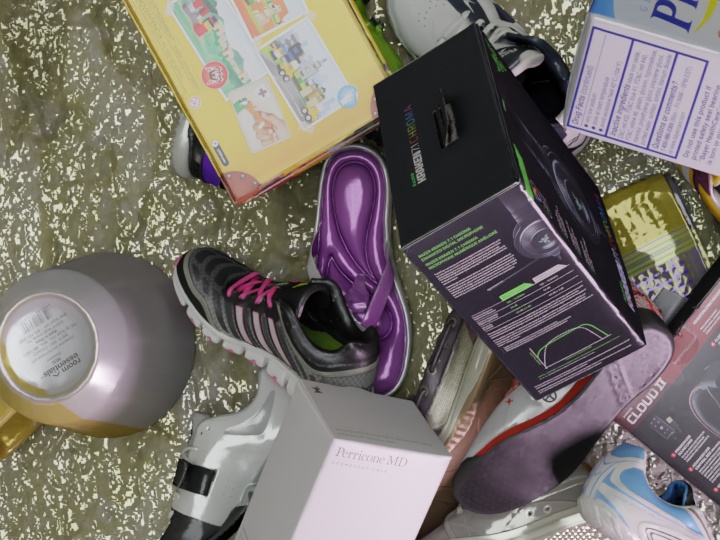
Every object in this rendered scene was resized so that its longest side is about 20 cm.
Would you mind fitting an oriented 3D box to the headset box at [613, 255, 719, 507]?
[{"bbox_3d":[0.288,0.095,1.141,0.199,0.075,0.149,38,98,2],"label":"headset box"}]

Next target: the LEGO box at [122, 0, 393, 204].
[{"bbox_3d":[-0.074,-0.172,1.138,0.148,0.077,0.202,-29,93,4],"label":"LEGO box"}]

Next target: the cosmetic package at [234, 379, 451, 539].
[{"bbox_3d":[-0.025,0.193,1.148,0.106,0.085,0.202,11,113,-27],"label":"cosmetic package"}]

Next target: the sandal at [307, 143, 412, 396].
[{"bbox_3d":[-0.007,0.001,1.218,0.081,0.050,0.206,-7,87,9],"label":"sandal"}]

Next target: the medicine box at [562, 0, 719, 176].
[{"bbox_3d":[0.266,-0.166,1.111,0.198,0.104,0.183,18,47,8],"label":"medicine box"}]

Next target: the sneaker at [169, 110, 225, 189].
[{"bbox_3d":[-0.079,-0.157,1.212,0.098,0.069,0.203,20,106,22],"label":"sneaker"}]

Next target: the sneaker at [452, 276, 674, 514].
[{"bbox_3d":[0.139,0.085,1.140,0.067,0.108,0.201,36,107,-27],"label":"sneaker"}]

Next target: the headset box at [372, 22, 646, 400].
[{"bbox_3d":[0.097,-0.044,1.060,0.092,0.200,0.175,-29,40,19],"label":"headset box"}]

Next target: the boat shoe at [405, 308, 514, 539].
[{"bbox_3d":[0.064,0.115,1.196,0.065,0.071,0.202,33,108,35],"label":"boat shoe"}]

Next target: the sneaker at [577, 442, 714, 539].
[{"bbox_3d":[0.240,0.205,1.131,0.200,0.072,0.073,44,82,-23],"label":"sneaker"}]

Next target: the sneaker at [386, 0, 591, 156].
[{"bbox_3d":[0.096,-0.164,1.169,0.079,0.130,0.199,-42,83,3],"label":"sneaker"}]

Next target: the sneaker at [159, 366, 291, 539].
[{"bbox_3d":[-0.116,0.161,1.219,0.088,0.074,0.200,43,84,8],"label":"sneaker"}]

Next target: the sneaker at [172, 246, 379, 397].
[{"bbox_3d":[-0.059,0.031,1.189,0.199,0.073,0.088,38,128,20],"label":"sneaker"}]

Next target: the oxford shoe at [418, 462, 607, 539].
[{"bbox_3d":[0.104,0.199,1.188,0.198,0.075,0.058,-21,58,11],"label":"oxford shoe"}]

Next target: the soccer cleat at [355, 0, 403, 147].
[{"bbox_3d":[0.011,-0.132,1.219,0.081,0.067,0.201,-35,76,15],"label":"soccer cleat"}]

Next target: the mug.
[{"bbox_3d":[-0.222,0.076,1.196,0.147,0.153,0.189,15,90,8],"label":"mug"}]

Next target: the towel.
[{"bbox_3d":[0.182,0.022,1.202,0.198,0.023,0.145,-22,85,7],"label":"towel"}]

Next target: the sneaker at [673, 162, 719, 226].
[{"bbox_3d":[0.264,-0.099,1.160,0.075,0.090,0.201,-40,82,5],"label":"sneaker"}]
